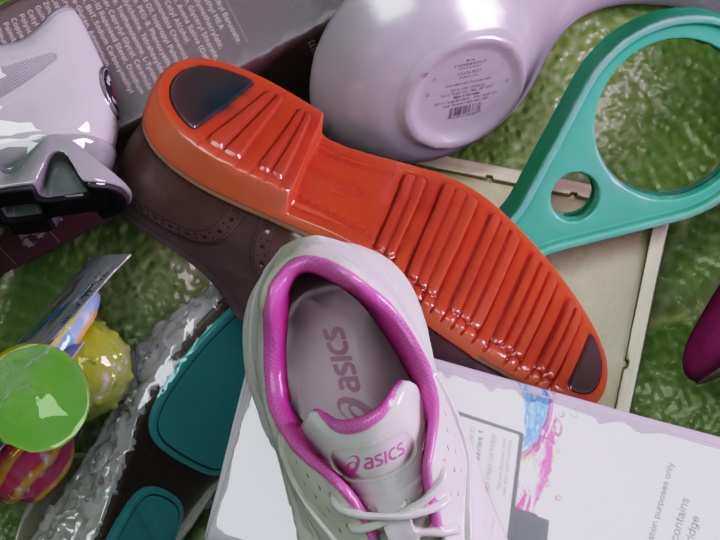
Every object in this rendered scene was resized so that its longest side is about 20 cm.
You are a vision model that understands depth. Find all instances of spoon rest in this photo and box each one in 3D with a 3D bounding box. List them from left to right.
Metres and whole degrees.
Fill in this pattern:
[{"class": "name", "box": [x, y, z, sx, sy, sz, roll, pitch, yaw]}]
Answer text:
[{"class": "spoon rest", "box": [0.070, -0.093, 0.997, 0.199, 0.100, 0.061, -10, 44, -22]}]

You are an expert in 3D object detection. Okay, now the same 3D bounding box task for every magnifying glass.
[{"class": "magnifying glass", "box": [0.075, -0.025, 0.978, 0.200, 0.022, 0.080, -37, 113, 4]}]

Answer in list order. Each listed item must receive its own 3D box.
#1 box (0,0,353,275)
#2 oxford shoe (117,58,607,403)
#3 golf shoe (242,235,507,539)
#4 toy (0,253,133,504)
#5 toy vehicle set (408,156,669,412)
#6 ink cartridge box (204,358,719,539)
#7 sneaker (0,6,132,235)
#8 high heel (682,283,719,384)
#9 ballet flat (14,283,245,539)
[{"class": "box", "box": [-0.097, -0.072, 1.004, 0.199, 0.100, 0.075, -29, 77, -2]}, {"class": "oxford shoe", "box": [0.000, 0.000, 0.948, 0.199, 0.073, 0.071, 34, 40, 0]}, {"class": "golf shoe", "box": [0.010, 0.082, 0.788, 0.075, 0.092, 0.201, -23, 80, 0]}, {"class": "toy", "box": [-0.118, 0.051, 0.933, 0.047, 0.200, 0.115, 40, 83, -4]}, {"class": "toy vehicle set", "box": [0.042, 0.058, 1.000, 0.123, 0.027, 0.201, 12, 78, 7]}, {"class": "ink cartridge box", "box": [0.055, 0.091, 0.902, 0.199, 0.145, 0.085, 15, 80, 8]}, {"class": "sneaker", "box": [-0.187, -0.052, 0.922, 0.199, 0.074, 0.089, -8, 77, -7]}, {"class": "high heel", "box": [0.172, -0.047, 0.994, 0.096, 0.067, 0.200, 46, 69, 2]}, {"class": "ballet flat", "box": [-0.089, 0.072, 0.990, 0.071, 0.072, 0.201, 30, 79, 10]}]
